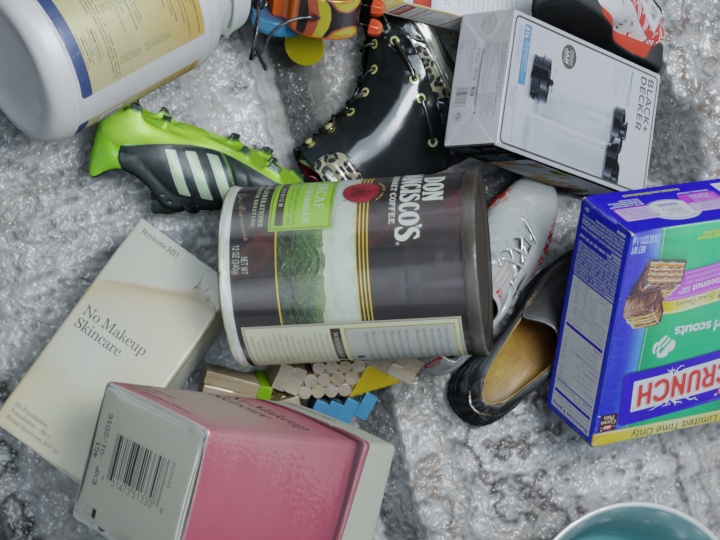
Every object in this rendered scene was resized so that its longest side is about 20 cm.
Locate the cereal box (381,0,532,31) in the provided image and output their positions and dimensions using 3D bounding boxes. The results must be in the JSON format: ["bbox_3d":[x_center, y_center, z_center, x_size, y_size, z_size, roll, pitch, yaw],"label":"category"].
[{"bbox_3d":[0.100,-0.273,1.364,0.199,0.039,0.145,7,79,-37],"label":"cereal box"}]

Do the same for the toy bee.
[{"bbox_3d":[-0.036,-0.215,1.312,0.108,0.131,0.201,6,53,-7],"label":"toy bee"}]

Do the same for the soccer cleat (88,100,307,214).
[{"bbox_3d":[-0.130,-0.077,1.346,0.199,0.068,0.081,22,106,-13],"label":"soccer cleat"}]

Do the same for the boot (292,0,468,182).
[{"bbox_3d":[0.000,-0.152,1.368,0.153,0.073,0.204,-35,92,-8],"label":"boot"}]

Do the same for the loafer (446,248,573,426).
[{"bbox_3d":[0.160,0.055,1.384,0.073,0.072,0.200,41,79,-5],"label":"loafer"}]

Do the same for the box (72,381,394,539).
[{"bbox_3d":[-0.093,0.158,1.211,0.199,0.127,0.110,11,95,-47],"label":"box"}]

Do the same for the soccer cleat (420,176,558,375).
[{"bbox_3d":[0.113,0.004,1.372,0.068,0.085,0.201,37,81,-6],"label":"soccer cleat"}]

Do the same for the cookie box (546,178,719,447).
[{"bbox_3d":[0.257,0.034,1.343,0.170,0.075,0.201,-9,121,-25],"label":"cookie box"}]

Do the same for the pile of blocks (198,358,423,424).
[{"bbox_3d":[-0.047,0.100,1.351,0.198,0.062,0.083,-10,105,-6],"label":"pile of blocks"}]

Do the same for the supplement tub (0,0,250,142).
[{"bbox_3d":[-0.200,-0.206,1.279,0.199,0.144,0.145,-33,93,-29],"label":"supplement tub"}]

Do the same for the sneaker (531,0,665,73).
[{"bbox_3d":[0.204,-0.244,1.372,0.067,0.201,0.109,-2,78,33],"label":"sneaker"}]

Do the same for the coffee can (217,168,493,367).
[{"bbox_3d":[0.000,0.000,1.270,0.198,0.146,0.148,-4,87,9],"label":"coffee can"}]

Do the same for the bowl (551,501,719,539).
[{"bbox_3d":[0.216,0.293,1.363,0.199,0.105,0.202,1,87,-12],"label":"bowl"}]

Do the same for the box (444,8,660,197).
[{"bbox_3d":[0.165,-0.136,1.356,0.199,0.060,0.118,16,80,-42],"label":"box"}]

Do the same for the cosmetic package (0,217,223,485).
[{"bbox_3d":[-0.194,0.071,1.305,0.103,0.073,0.201,33,81,5],"label":"cosmetic package"}]
